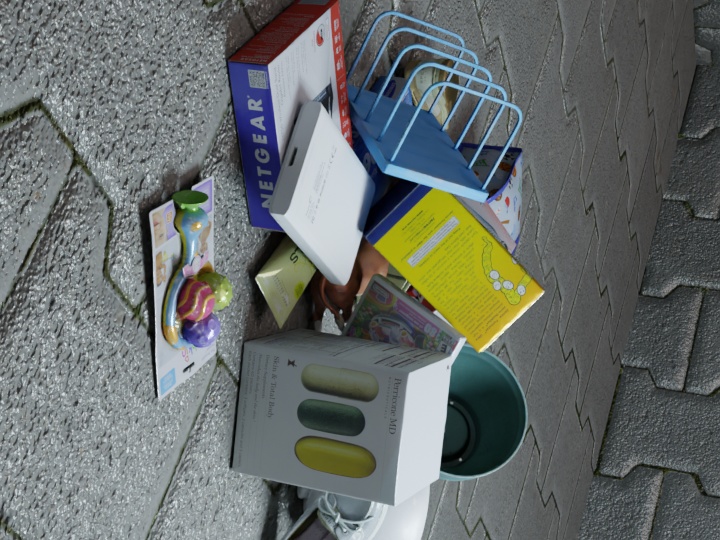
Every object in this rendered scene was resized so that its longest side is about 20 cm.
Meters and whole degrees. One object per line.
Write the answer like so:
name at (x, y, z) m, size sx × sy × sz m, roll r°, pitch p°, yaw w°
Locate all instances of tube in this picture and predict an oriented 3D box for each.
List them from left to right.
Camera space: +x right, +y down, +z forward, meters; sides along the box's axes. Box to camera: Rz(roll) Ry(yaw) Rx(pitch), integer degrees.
tube at (-0.062, -0.028, 1.510) m, size 0.052 × 0.058 × 0.200 m, roll -48°, pitch -173°, yaw 50°

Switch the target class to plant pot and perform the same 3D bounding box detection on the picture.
plant pot at (0.133, 0.224, 1.941) m, size 0.134 × 0.200 × 0.201 m, roll 117°, pitch -7°, yaw -65°

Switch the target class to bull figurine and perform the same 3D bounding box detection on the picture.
bull figurine at (0.000, 0.000, 1.642) m, size 0.200 × 0.065 × 0.122 m, roll -39°, pitch 137°, yaw -44°

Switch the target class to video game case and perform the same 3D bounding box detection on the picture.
video game case at (0.024, 0.126, 1.569) m, size 0.018 × 0.143 × 0.200 m, roll 2°, pitch 120°, yaw -58°

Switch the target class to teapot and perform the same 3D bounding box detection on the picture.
teapot at (-0.010, 0.294, 1.648) m, size 0.200 × 0.146 × 0.198 m, roll -93°, pitch -158°, yaw -44°

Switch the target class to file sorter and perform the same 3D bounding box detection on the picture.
file sorter at (0.079, -0.194, 1.504) m, size 0.123 × 0.138 × 0.200 m, roll -61°, pitch -149°, yaw 24°

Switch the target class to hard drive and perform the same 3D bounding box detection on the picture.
hard drive at (-0.038, -0.081, 1.443) m, size 0.200 × 0.027 × 0.132 m, roll 51°, pitch 52°, yaw -61°

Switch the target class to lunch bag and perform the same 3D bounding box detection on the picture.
lunch bag at (0.174, -0.075, 1.986) m, size 0.200 × 0.123 × 0.171 m, roll -66°, pitch 156°, yaw -51°

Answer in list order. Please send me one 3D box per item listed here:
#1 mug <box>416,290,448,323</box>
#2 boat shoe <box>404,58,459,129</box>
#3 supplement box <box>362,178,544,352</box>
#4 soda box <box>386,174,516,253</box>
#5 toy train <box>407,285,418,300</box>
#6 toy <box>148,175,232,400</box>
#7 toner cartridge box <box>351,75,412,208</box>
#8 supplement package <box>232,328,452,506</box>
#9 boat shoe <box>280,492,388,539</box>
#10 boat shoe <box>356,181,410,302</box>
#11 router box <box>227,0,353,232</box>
mug at (0.112, -0.021, 1.803) m, size 0.133 × 0.177 × 0.201 m, roll 4°, pitch 62°, yaw -38°
boat shoe at (0.096, -0.248, 1.795) m, size 0.200 × 0.066 × 0.074 m, roll 63°, pitch 38°, yaw -76°
supplement box at (0.107, -0.018, 1.565) m, size 0.110 × 0.200 × 0.109 m, roll -44°, pitch -167°, yaw 6°
soda box at (0.111, -0.084, 1.651) m, size 0.200 × 0.063 × 0.068 m, roll 53°, pitch 37°, yaw -12°
toy train at (0.074, 0.016, 1.892) m, size 0.046 × 0.034 × 0.200 m, roll -68°, pitch 158°, yaw -4°
toy at (-0.158, 0.019, 1.287) m, size 0.115 × 0.047 × 0.201 m, roll -41°, pitch 135°, yaw -56°
toner cartridge box at (0.014, -0.152, 1.657) m, size 0.200 × 0.043 × 0.095 m, roll -61°, pitch 152°, yaw -42°
supplement package at (-0.019, 0.161, 1.485) m, size 0.151 × 0.199 × 0.152 m, roll -9°, pitch 106°, yaw -68°
boat shoe at (-0.046, 0.315, 1.551) m, size 0.202 × 0.075 × 0.065 m, roll -43°, pitch 161°, yaw 22°
boat shoe at (0.048, -0.041, 1.738) m, size 0.068 × 0.074 × 0.201 m, roll -74°, pitch -177°, yaw -79°
router box at (-0.071, -0.172, 1.428) m, size 0.180 × 0.049 × 0.201 m, roll -54°, pitch 146°, yaw -49°
